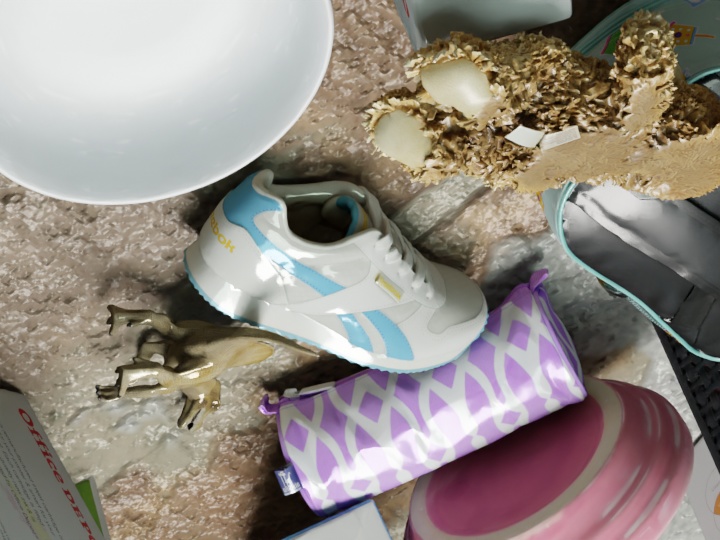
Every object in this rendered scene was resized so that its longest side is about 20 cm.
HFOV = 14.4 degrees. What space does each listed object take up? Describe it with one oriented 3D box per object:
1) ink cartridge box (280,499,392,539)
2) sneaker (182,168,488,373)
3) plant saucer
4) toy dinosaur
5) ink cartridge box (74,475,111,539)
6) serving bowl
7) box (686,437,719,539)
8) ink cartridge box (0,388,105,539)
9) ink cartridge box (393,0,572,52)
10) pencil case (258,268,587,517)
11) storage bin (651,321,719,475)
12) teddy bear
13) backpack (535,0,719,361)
[{"bbox_3d":[-0.014,0.226,1.797,0.067,0.117,0.200,-23,171,-16],"label":"ink cartridge box"},{"bbox_3d":[0.000,0.000,1.640,0.199,0.077,0.081,14,126,-35],"label":"sneaker"},{"bbox_3d":[0.106,0.133,1.740,0.200,0.201,0.051,-30,118,11],"label":"plant saucer"},{"bbox_3d":[-0.095,0.046,1.647,0.100,0.059,0.200,1,164,-19],"label":"toy dinosaur"},{"bbox_3d":[-0.229,0.236,1.744,0.199,0.148,0.076,-22,140,2],"label":"ink cartridge box"},{"bbox_3d":[-0.117,-0.128,1.465,0.199,0.066,0.201,-11,138,-10],"label":"serving bowl"},{"bbox_3d":[0.313,0.159,1.833,0.106,0.201,0.153,13,129,-30],"label":"box"},{"bbox_3d":[-0.256,0.154,1.599,0.144,0.146,0.200,-37,158,14],"label":"ink cartridge box"},{"bbox_3d":[0.037,-0.226,1.361,0.082,0.146,0.201,-16,139,-5],"label":"ink cartridge box"},{"bbox_3d":[0.040,0.077,1.737,0.199,0.084,0.086,-24,94,4],"label":"pencil case"},{"bbox_3d":[0.264,0.061,1.710,0.135,0.201,0.094,25,121,-39],"label":"storage bin"},{"bbox_3d":[0.097,-0.083,1.411,0.199,0.067,0.145,-5,147,-14],"label":"teddy bear"},{"bbox_3d":[0.184,-0.068,1.578,0.176,0.154,0.199,-41,140,22],"label":"backpack"}]
